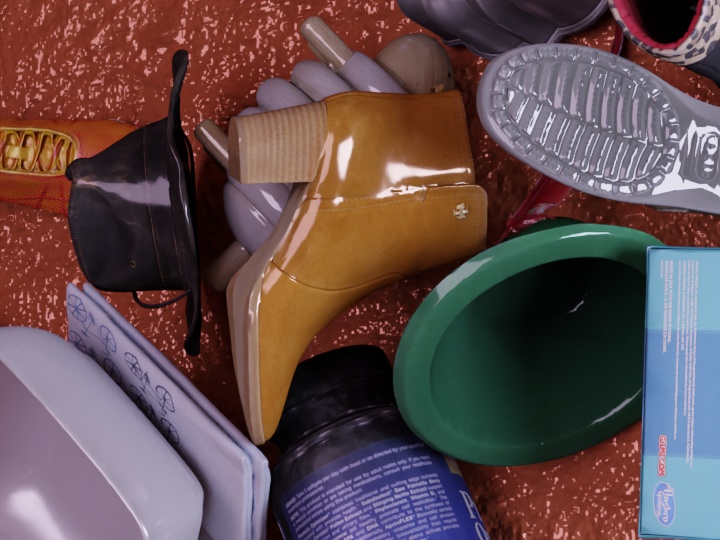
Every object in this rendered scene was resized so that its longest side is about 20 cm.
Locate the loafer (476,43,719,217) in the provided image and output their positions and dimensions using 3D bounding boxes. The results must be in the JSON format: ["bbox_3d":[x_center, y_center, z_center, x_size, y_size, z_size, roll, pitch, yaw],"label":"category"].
[{"bbox_3d":[0.152,-0.062,1.095,0.200,0.070,0.075,19,83,-8],"label":"loafer"}]

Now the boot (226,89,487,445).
[{"bbox_3d":[0.000,-0.001,1.167,0.071,0.144,0.201,-129,38,-68],"label":"boot"}]

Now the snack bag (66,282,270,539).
[{"bbox_3d":[-0.122,0.128,1.291,0.189,0.021,0.200,41,144,31],"label":"snack bag"}]

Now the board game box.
[{"bbox_3d":[0.241,0.064,1.036,0.200,0.047,0.151,1,86,30],"label":"board game box"}]

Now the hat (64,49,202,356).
[{"bbox_3d":[-0.140,-0.041,1.286,0.081,0.201,0.201,-2,81,-3],"label":"hat"}]

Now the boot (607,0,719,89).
[{"bbox_3d":[0.180,-0.181,1.110,0.073,0.151,0.200,-17,73,32],"label":"boot"}]

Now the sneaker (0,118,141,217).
[{"bbox_3d":[-0.224,-0.072,1.427,0.200,0.077,0.073,0,82,34],"label":"sneaker"}]

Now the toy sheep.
[{"bbox_3d":[-0.022,-0.064,1.246,0.200,0.138,0.138,-45,60,1],"label":"toy sheep"}]

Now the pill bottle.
[{"bbox_3d":[0.012,0.150,1.209,0.112,0.112,0.200,-35,66,27],"label":"pill bottle"}]

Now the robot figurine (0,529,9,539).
[{"bbox_3d":[-0.261,0.211,1.391,0.200,0.144,0.117,54,145,27],"label":"robot figurine"}]

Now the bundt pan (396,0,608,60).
[{"bbox_3d":[0.075,-0.228,1.224,0.202,0.076,0.202,-6,80,40],"label":"bundt pan"}]

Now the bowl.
[{"bbox_3d":[-0.173,0.141,1.268,0.200,0.075,0.200,44,137,24],"label":"bowl"}]

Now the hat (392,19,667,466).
[{"bbox_3d":[0.094,-0.010,1.195,0.200,0.166,0.176,-19,40,-2],"label":"hat"}]
